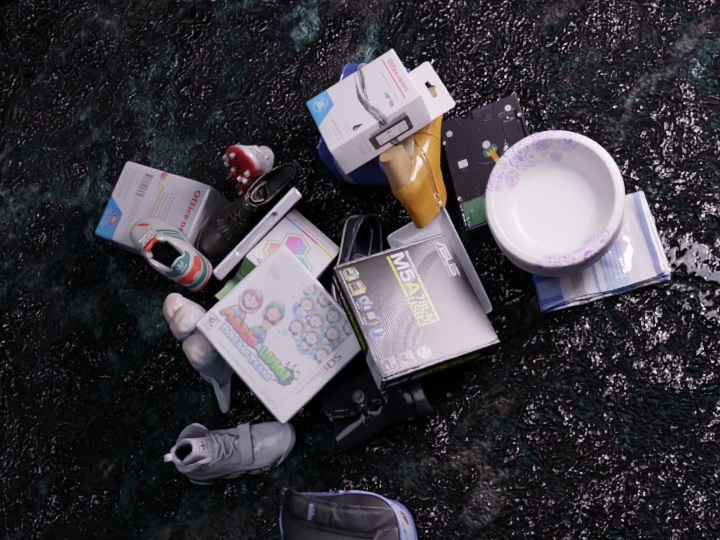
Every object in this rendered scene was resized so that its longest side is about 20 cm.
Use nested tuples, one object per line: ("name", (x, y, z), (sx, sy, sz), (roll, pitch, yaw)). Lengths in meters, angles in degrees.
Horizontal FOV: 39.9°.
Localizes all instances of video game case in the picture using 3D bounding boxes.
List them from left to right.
("video game case", (-0.162, -0.060, 1.607), (0.023, 0.200, 0.182), (44, 90, -4))
("video game case", (-0.115, 0.093, 1.473), (0.182, 0.024, 0.200), (-42, 82, -11))

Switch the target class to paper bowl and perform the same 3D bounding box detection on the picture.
("paper bowl", (0.284, -0.091, 1.444), (0.197, 0.104, 0.205), (-3, 76, 14))

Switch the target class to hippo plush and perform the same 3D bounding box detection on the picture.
("hippo plush", (-0.199, 0.094, 1.555), (0.159, 0.159, 0.202), (-32, 87, -9))

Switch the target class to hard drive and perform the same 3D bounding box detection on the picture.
("hard drive", (0.211, -0.166, 1.575), (0.138, 0.038, 0.203), (-20, 64, 14))

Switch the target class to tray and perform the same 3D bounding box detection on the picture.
("tray", (0.124, 0.005, 1.553), (0.106, 0.022, 0.202), (-28, 62, 9))

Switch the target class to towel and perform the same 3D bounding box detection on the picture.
("towel", (0.346, -0.027, 1.475), (0.197, 0.024, 0.149), (-17, 64, 16))

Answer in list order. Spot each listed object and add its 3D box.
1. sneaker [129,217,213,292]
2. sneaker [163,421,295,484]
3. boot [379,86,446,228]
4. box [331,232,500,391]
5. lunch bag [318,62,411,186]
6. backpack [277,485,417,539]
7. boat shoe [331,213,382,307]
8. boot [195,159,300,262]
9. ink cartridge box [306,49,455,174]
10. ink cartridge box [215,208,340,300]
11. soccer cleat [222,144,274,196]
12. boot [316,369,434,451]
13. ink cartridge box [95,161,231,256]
("sneaker", (-0.324, -0.042, 1.610), (0.199, 0.093, 0.071), (37, 88, 35))
("sneaker", (-0.203, 0.274, 1.528), (0.197, 0.115, 0.076), (-20, 64, 14))
("boot", (0.104, -0.178, 1.566), (0.070, 0.145, 0.203), (1, 47, 39))
("box", (0.079, 0.058, 1.465), (0.190, 0.048, 0.202), (-16, 62, -15))
("lunch bag", (0.014, -0.245, 1.628), (0.130, 0.136, 0.203), (9, 71, 23))
("backpack", (-0.012, 0.399, 1.384), (0.188, 0.154, 0.204), (-11, 72, 26))
("boat shoe", (0.000, 0.000, 1.571), (0.062, 0.074, 0.204), (-27, 51, 53))
("boot", (-0.188, -0.101, 1.619), (0.069, 0.174, 0.200), (46, 76, -3))
("ink cartridge box", (0.030, -0.251, 1.501), (0.198, 0.068, 0.117), (-31, 54, 5))
("ink cartridge box", (-0.126, 0.001, 1.555), (0.103, 0.059, 0.200), (40, 46, 2))
("soccer cleat", (-0.181, -0.182, 1.661), (0.085, 0.200, 0.069), (-40, 88, -12))
("boot", (0.007, 0.155, 1.510), (0.166, 0.076, 0.203), (-21, 70, 9))
("ink cartridge box", (-0.345, -0.091, 1.744), (0.197, 0.085, 0.147), (17, 78, 28))
